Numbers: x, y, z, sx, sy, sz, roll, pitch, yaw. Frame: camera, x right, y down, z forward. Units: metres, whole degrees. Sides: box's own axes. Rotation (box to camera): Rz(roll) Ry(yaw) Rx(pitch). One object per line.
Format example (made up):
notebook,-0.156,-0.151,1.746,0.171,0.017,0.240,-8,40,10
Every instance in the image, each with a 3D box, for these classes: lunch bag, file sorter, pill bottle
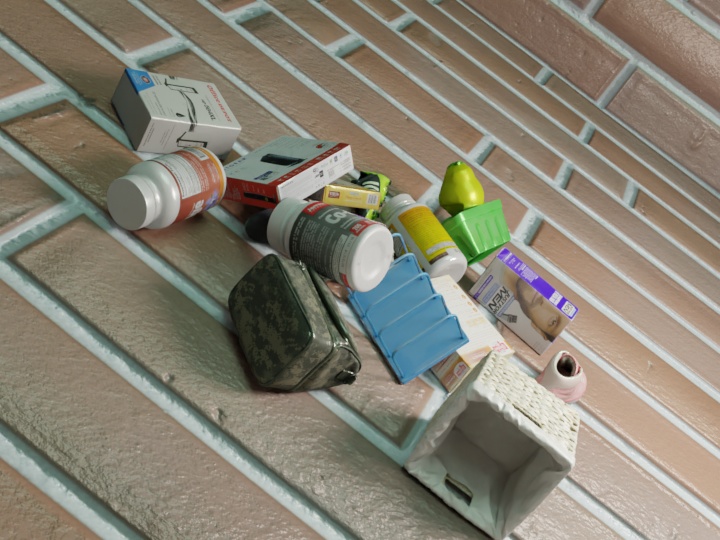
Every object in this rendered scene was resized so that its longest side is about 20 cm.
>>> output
lunch bag,-0.094,0.086,1.488,0.167,0.139,0.201,23,31,-50
file sorter,0.070,0.061,1.621,0.201,0.138,0.123,56,-3,30
pill bottle,-0.054,-0.049,1.578,0.199,0.115,0.113,23,23,33
pill bottle,0.119,-0.057,1.889,0.108,0.110,0.201,-1,47,-44
pill bottle,-0.322,-0.133,1.571,0.112,0.113,0.200,42,33,11

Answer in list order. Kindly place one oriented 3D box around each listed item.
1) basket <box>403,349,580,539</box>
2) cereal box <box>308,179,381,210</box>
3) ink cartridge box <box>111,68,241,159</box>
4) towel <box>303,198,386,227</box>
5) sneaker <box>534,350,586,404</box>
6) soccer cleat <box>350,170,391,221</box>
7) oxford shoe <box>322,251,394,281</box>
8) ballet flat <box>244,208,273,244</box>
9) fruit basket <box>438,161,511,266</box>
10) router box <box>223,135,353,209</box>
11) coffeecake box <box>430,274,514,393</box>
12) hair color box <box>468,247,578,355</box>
basket,0.210,0.264,1.474,0.197,0.201,0.161,37,30,2
cereal box,-0.075,-0.160,1.821,0.143,0.040,0.199,3,13,-41
ink cartridge box,-0.345,-0.292,1.781,0.198,0.085,0.147,-1,46,-43
towel,-0.064,-0.112,1.789,0.199,0.023,0.143,16,3,-38
sneaker,0.402,0.202,1.825,0.199,0.105,0.075,-10,51,-50
soccer cleat,0.009,-0.148,1.958,0.080,0.068,0.201,18,31,2
oxford shoe,0.000,0.000,1.750,0.199,0.075,0.058,-17,95,-50
ballet flat,-0.116,-0.075,1.721,0.199,0.073,0.073,0,46,-46
fruit basket,0.211,-0.117,2.007,0.214,0.155,0.217,29,42,-30
router box,-0.142,-0.181,1.725,0.178,0.049,0.199,13,35,38
coffeecake box,0.164,0.112,1.744,0.153,0.073,0.200,-10,54,-49
hair color box,0.332,0.063,1.934,0.199,0.110,0.065,40,32,8
